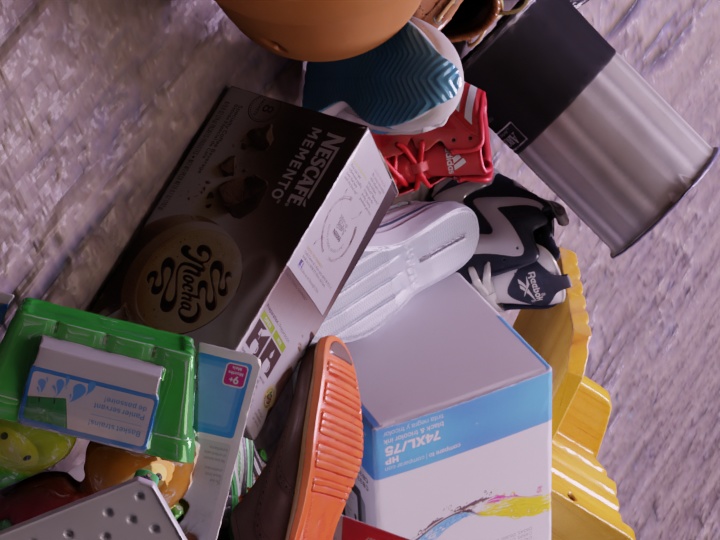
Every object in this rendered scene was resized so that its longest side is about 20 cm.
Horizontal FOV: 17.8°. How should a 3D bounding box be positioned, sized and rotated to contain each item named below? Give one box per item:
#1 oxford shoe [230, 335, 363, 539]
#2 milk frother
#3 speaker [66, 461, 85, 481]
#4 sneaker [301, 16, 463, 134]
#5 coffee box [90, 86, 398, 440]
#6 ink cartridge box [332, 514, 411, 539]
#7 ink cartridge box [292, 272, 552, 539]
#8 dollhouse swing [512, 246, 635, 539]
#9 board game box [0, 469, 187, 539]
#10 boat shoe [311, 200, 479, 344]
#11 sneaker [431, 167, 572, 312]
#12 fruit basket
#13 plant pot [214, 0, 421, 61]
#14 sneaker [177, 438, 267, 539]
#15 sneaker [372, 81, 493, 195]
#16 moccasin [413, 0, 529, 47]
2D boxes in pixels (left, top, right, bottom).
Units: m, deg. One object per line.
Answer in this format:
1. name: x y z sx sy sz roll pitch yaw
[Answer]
1. oxford shoe: -0.048 0.138 1.459 0.071 0.072 0.202 36 60 -57
2. milk frother: 0.195 -0.149 1.745 0.200 0.188 0.181 -45 -177 6
3. speaker: -0.121 0.208 1.410 0.081 0.200 0.081 -43 165 -15
4. sneaker: 0.029 -0.126 1.501 0.080 0.200 0.077 8 92 -21
5. coffee box: -0.075 -0.007 1.471 0.201 0.112 0.080 -59 149 -22
6. ink cartridge box: -0.040 0.263 1.491 0.201 0.144 0.084 -59 140 -19
7. ink cartridge box: 0.045 0.138 1.676 0.145 0.147 0.201 -17 125 -20
8. dollhouse swing: 0.185 0.116 1.842 0.176 0.181 0.201 -51 -161 24
9. board game box: -0.161 0.227 1.320 0.201 0.199 0.026 63 15 -20
10. boat shoe: 0.000 0.000 1.655 0.199 0.066 0.074 -21 116 -42
11. sneaker: 0.092 0.014 1.757 0.200 0.129 0.080 -56 147 -27
12. fruit basket: -0.168 0.125 1.331 0.094 0.184 0.202 -162 -93 -83
13. plant pot: -0.029 -0.218 1.381 0.201 0.199 0.140 -61 167 -19
14. sneaker: -0.086 0.169 1.583 0.085 0.078 0.201 -45 141 -41
15. sneaker: 0.022 -0.076 1.600 0.201 0.115 0.079 -55 147 -30
16. moccasin: 0.071 -0.194 1.637 0.074 0.078 0.201 -52 171 23
